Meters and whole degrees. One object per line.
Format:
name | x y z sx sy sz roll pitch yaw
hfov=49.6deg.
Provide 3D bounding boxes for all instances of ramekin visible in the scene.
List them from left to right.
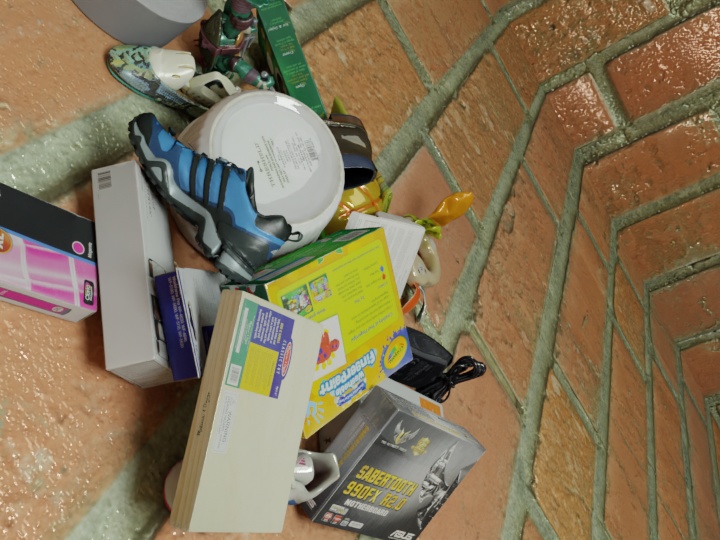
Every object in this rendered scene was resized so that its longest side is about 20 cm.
ramekin | -0.113 -0.108 0.884 0.199 0.105 0.202 10 69 -26

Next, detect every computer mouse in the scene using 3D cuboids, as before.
computer mouse | 0.064 0.121 1.090 0.199 0.138 0.053 27 42 -32

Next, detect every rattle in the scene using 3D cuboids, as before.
rattle | 0.130 -0.020 1.281 0.201 0.142 0.131 -84 158 -52

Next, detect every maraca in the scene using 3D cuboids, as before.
maraca | -0.026 -0.067 1.087 0.137 0.106 0.202 17 72 -51

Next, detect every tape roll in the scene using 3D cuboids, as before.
tape roll | -0.276 -0.371 0.931 0.200 0.066 0.201 40 37 -39

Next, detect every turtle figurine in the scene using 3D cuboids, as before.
turtle figurine | -0.155 -0.292 0.986 0.100 0.200 0.151 -7 61 -24

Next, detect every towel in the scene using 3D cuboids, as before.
towel | -0.003 -0.164 1.180 0.018 0.086 0.201 -14 60 -23

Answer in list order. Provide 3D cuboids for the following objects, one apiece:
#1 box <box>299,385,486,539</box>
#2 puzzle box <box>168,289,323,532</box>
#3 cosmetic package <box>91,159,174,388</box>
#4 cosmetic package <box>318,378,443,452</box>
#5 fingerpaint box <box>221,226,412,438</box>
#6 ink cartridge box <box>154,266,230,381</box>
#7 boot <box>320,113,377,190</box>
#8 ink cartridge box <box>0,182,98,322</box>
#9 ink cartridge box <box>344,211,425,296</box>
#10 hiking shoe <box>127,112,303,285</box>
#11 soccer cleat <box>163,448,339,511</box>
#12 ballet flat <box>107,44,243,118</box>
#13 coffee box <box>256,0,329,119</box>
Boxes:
box | 0.040 0.235 0.914 0.200 0.159 0.048 34 7 -45
puzzle box | -0.095 0.129 0.696 0.133 0.025 0.202 31 67 -55
cosmetic package | -0.211 0.003 0.744 0.083 0.050 0.201 73 5 -69
cosmetic package | 0.033 0.203 1.010 0.200 0.071 0.102 31 43 -45
fingerpaint box | -0.040 0.061 0.854 0.200 0.073 0.168 -29 110 -47
ink cartridge box | -0.154 0.051 0.752 0.200 0.039 0.100 44 34 -85
boot | -0.073 -0.151 1.003 0.198 0.075 0.097 -8 50 -20
ink cartridge box | -0.311 -0.028 0.650 0.199 0.037 0.095 25 47 -47
ink cartridge box | 0.000 0.000 1.040 0.199 0.050 0.162 8 105 -56
hiking shoe | -0.147 -0.083 0.767 0.200 0.087 0.074 52 -5 5
soccer cleat | -0.100 0.201 0.770 0.199 0.086 0.070 12 58 -54
ballet flat | -0.207 -0.228 0.938 0.199 0.074 0.075 19 53 -53
coffee box | -0.096 -0.270 1.118 0.123 0.044 0.201 121 -51 -79
